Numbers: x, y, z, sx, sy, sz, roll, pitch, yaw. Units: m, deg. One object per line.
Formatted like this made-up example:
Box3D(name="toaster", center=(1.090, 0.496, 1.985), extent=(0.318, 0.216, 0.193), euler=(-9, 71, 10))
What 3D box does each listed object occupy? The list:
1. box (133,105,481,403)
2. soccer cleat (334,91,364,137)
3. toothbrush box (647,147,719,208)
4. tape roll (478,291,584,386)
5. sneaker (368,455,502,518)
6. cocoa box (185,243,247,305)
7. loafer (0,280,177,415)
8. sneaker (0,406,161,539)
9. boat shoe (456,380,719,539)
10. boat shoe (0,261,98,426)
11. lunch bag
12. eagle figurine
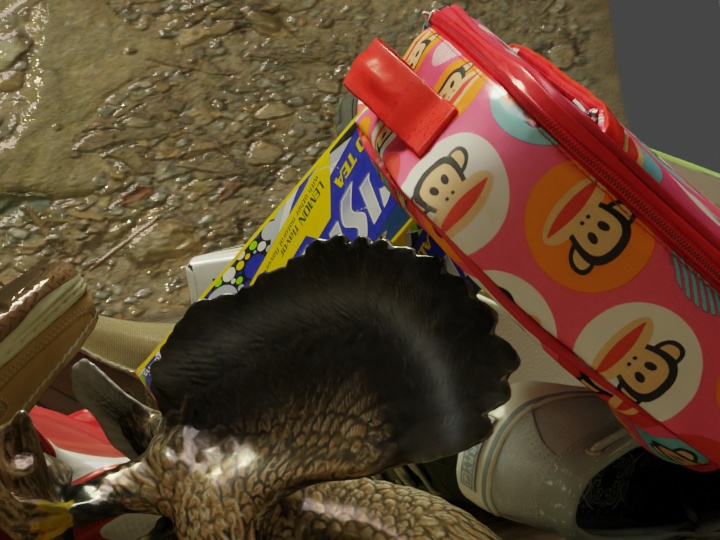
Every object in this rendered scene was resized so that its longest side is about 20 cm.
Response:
Box3D(name="box", center=(0.000, 0.000, 1.114), extent=(0.064, 0.200, 0.070), euler=(33, 11, -46))
Box3D(name="soccer cleat", center=(0.035, -0.063, 1.389), extent=(0.073, 0.068, 0.200), euler=(-4, 0, 12))
Box3D(name="toothbrush box", center=(0.171, 0.003, 1.210), extent=(0.145, 0.086, 0.200), euler=(21, 5, -2))
Box3D(name="tape roll", center=(0.092, 0.041, 1.201), extent=(0.202, 0.037, 0.203), euler=(19, 4, -1))
Box3D(name="sneaker", center=(0.021, 0.089, 1.224), extent=(0.090, 0.067, 0.200), euler=(-27, 11, -3))
Box3D(name="cocoa box", center=(0.016, 0.040, 1.389), extent=(0.199, 0.134, 0.131), euler=(-10, 2, -2))
Box3D(name="loafer", center=(-0.111, 0.048, 1.244), extent=(0.200, 0.068, 0.076), euler=(34, -1, -15))
Box3D(name="sneaker", center=(-0.151, 0.085, 1.109), extent=(0.199, 0.079, 0.116), euler=(24, -1, -16))
Box3D(name="boat shoe", center=(0.126, 0.080, 1.023), extent=(0.200, 0.070, 0.071), euler=(-1, 23, -45))
Box3D(name="boat shoe", center=(-0.166, 0.085, 1.003), extent=(0.200, 0.076, 0.072), euler=(-45, 10, -11))
Box3D(name="lunch bag", center=(0.066, -0.023, 0.930), extent=(0.082, 0.176, 0.200), euler=(-49, 15, 5))
Box3D(name="eagle figurine", center=(-0.027, 0.079, 0.934), extent=(0.199, 0.151, 0.152), euler=(-20, -9, 6))
